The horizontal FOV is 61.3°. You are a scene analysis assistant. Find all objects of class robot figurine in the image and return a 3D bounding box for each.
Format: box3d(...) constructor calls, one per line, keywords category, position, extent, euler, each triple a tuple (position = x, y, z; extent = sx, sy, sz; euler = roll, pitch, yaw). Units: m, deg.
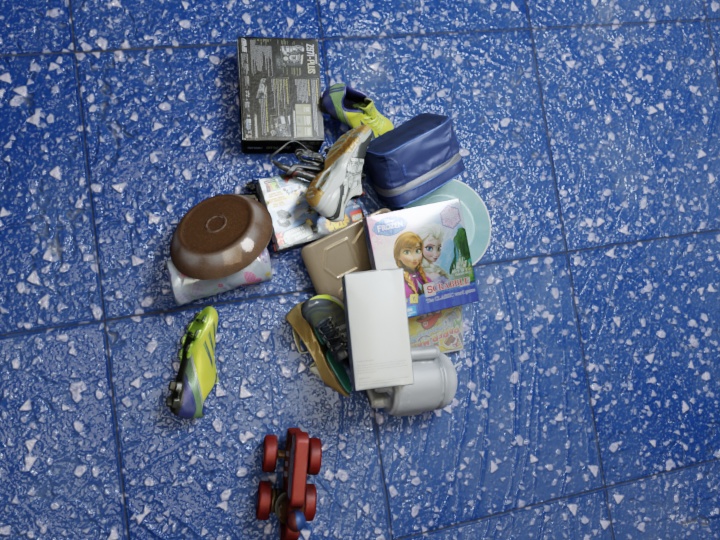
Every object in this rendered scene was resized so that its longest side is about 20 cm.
box3d(category="robot figurine", position=(0.105, 0.217, 1.183), extent=(0.194, 0.114, 0.173), euler=(-3, 128, -19))

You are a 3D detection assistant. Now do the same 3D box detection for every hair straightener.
box3d(category="hair straightener", position=(-0.079, -0.202, 1.177), extent=(0.194, 0.041, 0.079), euler=(12, 76, -18))

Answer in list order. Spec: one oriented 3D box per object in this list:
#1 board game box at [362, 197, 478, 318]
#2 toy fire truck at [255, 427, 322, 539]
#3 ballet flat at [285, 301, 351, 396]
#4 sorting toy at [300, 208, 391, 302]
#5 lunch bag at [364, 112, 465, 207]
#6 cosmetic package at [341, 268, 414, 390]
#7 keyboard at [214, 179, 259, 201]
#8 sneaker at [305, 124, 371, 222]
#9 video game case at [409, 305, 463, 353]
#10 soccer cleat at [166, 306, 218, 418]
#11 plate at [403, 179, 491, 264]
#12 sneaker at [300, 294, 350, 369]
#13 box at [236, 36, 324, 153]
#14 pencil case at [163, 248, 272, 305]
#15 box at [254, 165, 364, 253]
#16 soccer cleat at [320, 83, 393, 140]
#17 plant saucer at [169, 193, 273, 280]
box3d(category="board game box", position=(0.116, -0.020, 1.170), extent=(0.194, 0.041, 0.206), euler=(-13, 91, -13))
box3d(category="toy fire truck", position=(-0.124, 0.387, 1.091), extent=(0.109, 0.168, 0.207), euler=(7, 83, -11))
box3d(category="ballet flat", position=(-0.084, 0.160, 1.186), extent=(0.062, 0.069, 0.204), euler=(-27, 88, 14))
box3d(category="sorting toy", position=(0.000, 0.000, 1.205), extent=(0.196, 0.036, 0.189), euler=(-25, 105, -8))
box3d(category="lunch bag", position=(0.112, -0.217, 1.214), extent=(0.196, 0.136, 0.135), euler=(-29, 117, -13))
box3d(category="cosmetic package", position=(0.029, 0.104, 1.080), extent=(0.109, 0.081, 0.207), euler=(-3, 83, -6))
box3d(category="keyboard", position=(-0.193, -0.130, 1.193), extent=(0.194, 0.040, 0.108), euler=(-4, 86, -14))
box3d(category="sneaker", position=(-0.027, -0.180, 1.144), extent=(0.088, 0.075, 0.203), euler=(43, 66, -30))
box3d(category="video game case", position=(0.112, 0.086, 1.220), extent=(0.194, 0.023, 0.188), euler=(-8, 105, -14))
box3d(category="soccer cleat", position=(-0.296, 0.172, 1.130), extent=(0.082, 0.064, 0.206), euler=(22, 76, -36))
box3d(category="plate", position=(0.177, -0.094, 1.267), extent=(0.194, 0.026, 0.207), euler=(3, 76, -11))
box3d(category="sneaker", position=(-0.040, 0.121, 1.136), extent=(0.073, 0.082, 0.200), euler=(-32, 126, 17))
box3d(category="box", position=(-0.159, -0.343, 1.197), extent=(0.159, 0.086, 0.207), euler=(-4, 85, -13))
box3d(category="pencil case", position=(-0.262, 0.003, 1.136), extent=(0.194, 0.091, 0.085), euler=(-16, 71, -13))
box3d(category="box", position=(-0.095, -0.129, 1.195), extent=(0.195, 0.040, 0.141), euler=(-17, 88, -26))
box3d(category="soccer cleat", position=(0.009, -0.307, 1.202), extent=(0.197, 0.082, 0.067), euler=(18, 70, -44))
box3d(category="plant saucer", position=(-0.256, -0.074, 1.096), extent=(0.194, 0.037, 0.205), euler=(-6, 51, 7))
